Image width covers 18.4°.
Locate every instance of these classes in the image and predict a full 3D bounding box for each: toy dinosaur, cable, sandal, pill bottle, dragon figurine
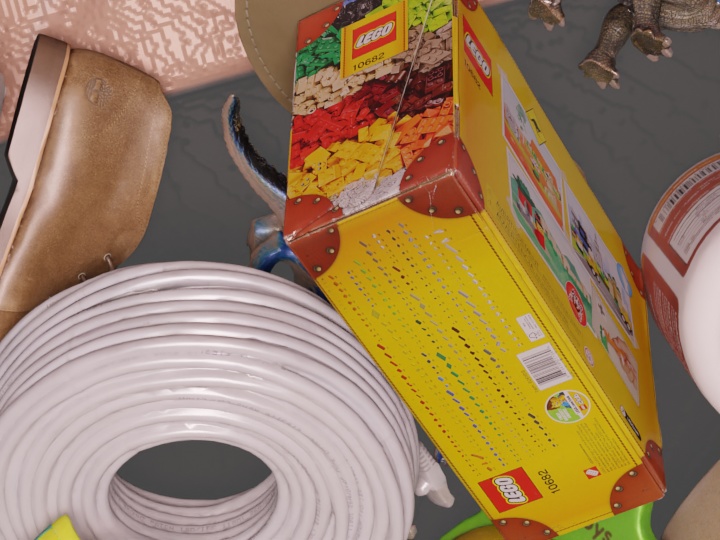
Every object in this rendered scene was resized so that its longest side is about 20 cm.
[{"bbox_3d":[0.119,-0.152,1.003,0.199,0.077,0.103,36,66,4],"label":"toy dinosaur"},{"bbox_3d":[-0.073,0.087,0.989,0.198,0.070,0.201,-14,129,12],"label":"cable"},{"bbox_3d":[0.023,-0.091,1.016,0.077,0.070,0.211,-36,121,29],"label":"sandal"},{"bbox_3d":[0.187,0.013,0.962,0.111,0.200,0.113,0,101,0],"label":"pill bottle"},{"bbox_3d":[0.000,0.000,1.028,0.099,0.059,0.202,-16,105,0],"label":"dragon figurine"}]

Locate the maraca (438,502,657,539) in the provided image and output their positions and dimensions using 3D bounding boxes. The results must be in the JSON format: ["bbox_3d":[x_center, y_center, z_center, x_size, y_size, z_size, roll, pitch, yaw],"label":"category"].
[{"bbox_3d":[0.078,0.168,1.028,0.137,0.107,0.201,32,115,30],"label":"maraca"}]

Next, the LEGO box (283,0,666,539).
[{"bbox_3d":[0.051,-0.006,0.943,0.077,0.150,0.200,-22,126,19],"label":"LEGO box"}]

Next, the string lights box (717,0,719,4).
[{"bbox_3d":[0.176,-0.178,0.950,0.102,0.059,0.201,-33,79,-21],"label":"string lights box"}]

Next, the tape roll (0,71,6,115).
[{"bbox_3d":[-0.251,-0.016,0.953,0.138,0.203,0.204,20,100,-5],"label":"tape roll"}]

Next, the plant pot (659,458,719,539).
[{"bbox_3d":[0.213,0.140,1.007,0.134,0.200,0.201,43,98,20],"label":"plant pot"}]

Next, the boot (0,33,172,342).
[{"bbox_3d":[-0.140,-0.001,1.026,0.075,0.074,0.202,15,98,-13],"label":"boot"}]

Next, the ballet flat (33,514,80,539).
[{"bbox_3d":[-0.062,0.166,0.972,0.199,0.067,0.067,28,84,-17],"label":"ballet flat"}]
